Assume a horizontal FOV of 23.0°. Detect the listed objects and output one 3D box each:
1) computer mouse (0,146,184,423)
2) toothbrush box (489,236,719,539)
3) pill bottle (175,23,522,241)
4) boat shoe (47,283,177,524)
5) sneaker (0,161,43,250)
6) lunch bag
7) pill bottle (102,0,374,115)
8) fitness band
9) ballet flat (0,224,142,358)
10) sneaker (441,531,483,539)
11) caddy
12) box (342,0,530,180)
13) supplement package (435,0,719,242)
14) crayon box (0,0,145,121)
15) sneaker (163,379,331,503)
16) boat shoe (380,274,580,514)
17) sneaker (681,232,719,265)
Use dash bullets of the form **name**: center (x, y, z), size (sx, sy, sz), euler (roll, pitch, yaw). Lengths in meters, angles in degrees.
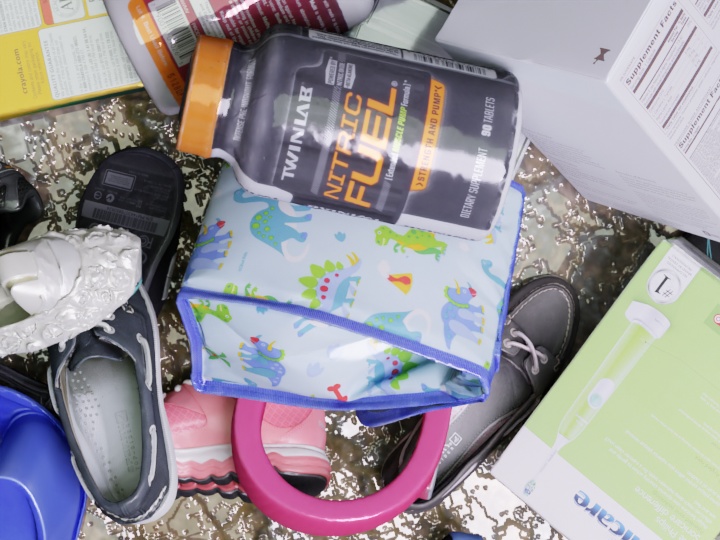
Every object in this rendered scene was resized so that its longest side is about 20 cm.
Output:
- **computer mouse**: center (-0.194, 0.012, 1.208), size (0.139, 0.046, 0.202), euler (8, 78, 13)
- **toothbrush box**: center (0.207, 0.099, 1.190), size (0.145, 0.086, 0.201), euler (38, 102, 13)
- **pill bottle**: center (-0.010, -0.087, 1.068), size (0.198, 0.106, 0.107), euler (11, 91, -7)
- **boat shoe**: center (-0.164, 0.062, 1.135), size (0.075, 0.060, 0.201), euler (-23, 75, 4)
- **sneaker**: center (-0.278, 0.014, 1.168), size (0.086, 0.080, 0.201), euler (24, 90, 26)
- **lunch bag**: center (0.000, 0.000, 1.144), size (0.198, 0.128, 0.171), euler (6, 52, 10)
- **pill bottle**: center (-0.059, -0.188, 1.125), size (0.199, 0.110, 0.110), euler (-25, 94, 1)
- **fitness band**: center (-0.010, 0.085, 1.181), size (0.142, 0.038, 0.201), euler (12, 55, 0)
- **ballet flat**: center (-0.231, 0.020, 1.101), size (0.199, 0.072, 0.072), euler (-22, 94, 1)
- **sneaker**: center (0.024, 0.268, 1.209), size (0.077, 0.070, 0.202), euler (19, 91, -12)
- **caddy**: center (-0.261, 0.174, 1.172), size (0.140, 0.105, 0.202), euler (17, 110, 2)
- **box**: center (0.025, -0.131, 1.218), size (0.199, 0.060, 0.117), euler (26, 89, -6)
- **supplement package**: center (0.185, -0.141, 1.137), size (0.200, 0.151, 0.151), euler (40, 77, -42)
- **crayon box**: center (-0.241, -0.167, 1.196), size (0.198, 0.052, 0.127), euler (-12, 93, -6)
- **sneaker**: center (-0.117, 0.110, 1.219), size (0.198, 0.074, 0.087), euler (3, 61, 1)
- **boat shoe**: center (0.089, 0.090, 1.233), size (0.067, 0.057, 0.200), euler (39, 88, -5)
- **sneaker**: center (0.265, 0.062, 1.253), size (0.078, 0.075, 0.202), euler (0, 87, 10)
